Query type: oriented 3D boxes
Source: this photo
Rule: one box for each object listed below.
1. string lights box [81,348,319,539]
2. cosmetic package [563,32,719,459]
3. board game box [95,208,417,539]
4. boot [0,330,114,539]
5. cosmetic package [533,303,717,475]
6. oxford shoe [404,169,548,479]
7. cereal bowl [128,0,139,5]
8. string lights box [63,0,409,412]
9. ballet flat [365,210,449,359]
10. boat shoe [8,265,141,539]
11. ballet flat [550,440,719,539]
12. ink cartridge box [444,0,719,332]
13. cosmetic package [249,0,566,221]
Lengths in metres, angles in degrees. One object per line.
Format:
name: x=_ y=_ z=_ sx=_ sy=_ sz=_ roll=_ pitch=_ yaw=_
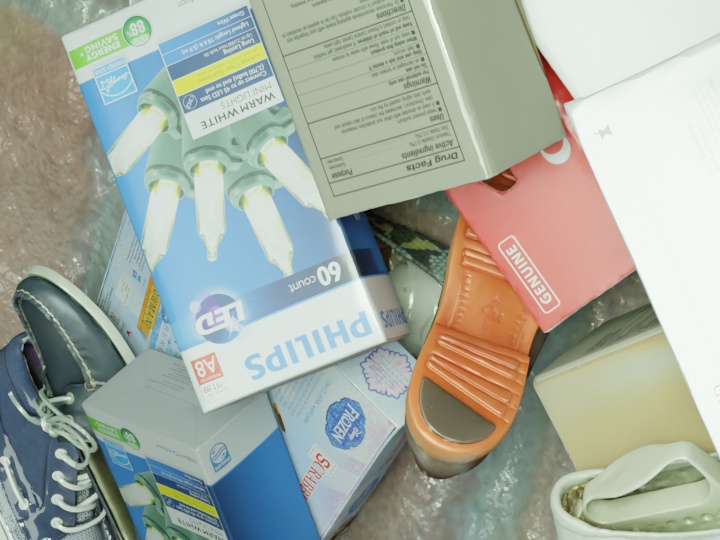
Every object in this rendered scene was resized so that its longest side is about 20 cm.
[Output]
string lights box: x=-0.078 y=0.150 z=1.124 sx=0.103 sy=0.059 sz=0.200 roll=16 pitch=135 yaw=42
cosmetic package: x=0.197 y=-0.011 z=0.841 sx=0.150 sy=0.052 sz=0.200 roll=-24 pitch=83 yaw=8
board game box: x=-0.062 y=0.051 z=1.098 sx=0.200 sy=0.041 sz=0.200 roll=45 pitch=148 yaw=10
boot: x=-0.191 y=0.140 z=1.227 sx=0.090 sy=0.073 sz=0.200 roll=-34 pitch=86 yaw=39
cosmetic package: x=0.198 y=0.037 z=0.955 sx=0.200 sy=0.105 sz=0.071 roll=-25 pitch=92 yaw=35
oxford shoe: x=0.070 y=0.015 z=0.997 sx=0.071 sy=0.200 sz=0.073 roll=27 pitch=155 yaw=5
cereal bowl: x=-0.021 y=-0.142 z=1.035 sx=0.200 sy=0.083 sz=0.201 roll=9 pitch=109 yaw=28
string lights box: x=-0.061 y=-0.042 z=0.969 sx=0.103 sy=0.059 sz=0.200 roll=-22 pitch=86 yaw=13
ballet flat: x=0.000 y=0.000 z=1.075 sx=0.200 sy=0.071 sz=0.069 roll=35 pitch=119 yaw=16
boat shoe: x=-0.161 y=0.090 z=1.166 sx=0.075 sy=0.062 sz=0.200 roll=17 pitch=139 yaw=52
ballet flat: x=0.177 y=0.102 z=0.900 sx=0.200 sy=0.069 sz=0.070 roll=-18 pitch=96 yaw=27
ink cartridge box: x=0.099 y=-0.096 z=0.916 sx=0.176 sy=0.045 sz=0.200 roll=-36 pitch=86 yaw=14
cosmetic package: x=0.007 y=-0.135 z=0.891 sx=0.103 sy=0.073 sz=0.200 roll=-12 pitch=102 yaw=40
